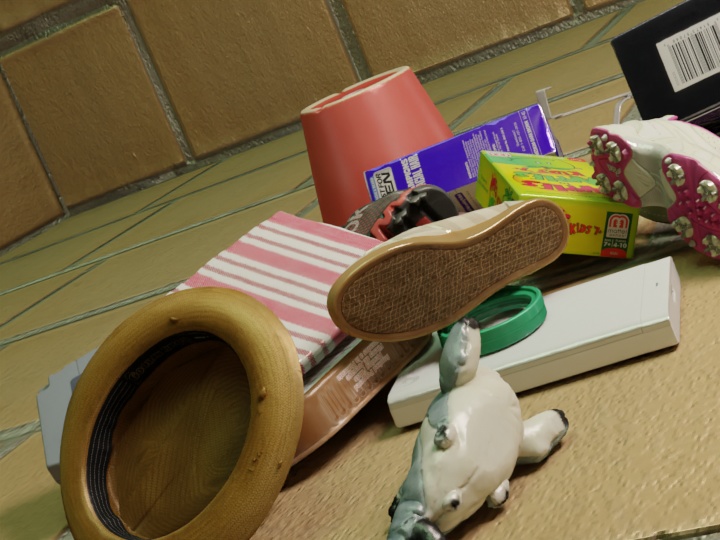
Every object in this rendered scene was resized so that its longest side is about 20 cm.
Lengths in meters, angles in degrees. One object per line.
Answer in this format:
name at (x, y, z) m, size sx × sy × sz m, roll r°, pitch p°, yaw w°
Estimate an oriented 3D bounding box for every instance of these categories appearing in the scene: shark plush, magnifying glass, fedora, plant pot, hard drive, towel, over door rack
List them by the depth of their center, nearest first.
shark plush at (0.050, 0.123, 0.742) m, size 0.083 × 0.091 × 0.201 m, roll -38°, pitch 21°, yaw 39°
fedora at (-0.104, 0.113, 0.856) m, size 0.199 × 0.202 × 0.082 m, roll -18°, pitch -27°, yaw 25°
hard drive at (0.125, 0.049, 0.928) m, size 0.199 × 0.026 × 0.132 m, roll -19°, pitch 12°, yaw 19°
magnifying glass at (0.091, 0.025, 0.990) m, size 0.079 × 0.023 × 0.200 m, roll -23°, pitch 13°, yaw 2°
towel at (-0.060, 0.024, 1.003) m, size 0.146 × 0.030 × 0.200 m, roll 17°, pitch 39°, yaw 31°
over door rack at (0.312, -0.183, 1.464) m, size 0.199 × 0.067 × 0.147 m, roll -5°, pitch -4°, yaw -43°
plant pot at (0.025, -0.132, 1.556) m, size 0.199 × 0.178 × 0.201 m, roll -22°, pitch 12°, yaw 5°

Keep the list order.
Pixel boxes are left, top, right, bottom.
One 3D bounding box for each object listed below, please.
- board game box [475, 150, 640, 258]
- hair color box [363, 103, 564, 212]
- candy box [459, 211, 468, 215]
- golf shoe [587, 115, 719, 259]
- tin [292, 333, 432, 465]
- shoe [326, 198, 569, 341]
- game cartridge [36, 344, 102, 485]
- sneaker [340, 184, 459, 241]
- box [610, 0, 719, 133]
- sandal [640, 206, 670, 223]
board game box at (0.167, -0.061, 1.153) m, size 0.101 × 0.048 × 0.200 m, roll 5°, pitch 15°, yaw -5°
hair color box at (0.115, -0.096, 1.396) m, size 0.199 × 0.065 × 0.109 m, roll -22°, pitch -22°, yaw 12°
candy box at (0.098, -0.042, 1.271) m, size 0.101 × 0.027 × 0.200 m, roll -5°, pitch 7°, yaw -27°
golf shoe at (0.259, -0.073, 0.999) m, size 0.091 × 0.076 × 0.200 m, roll -22°, pitch 35°, yaw -20°
tin at (-0.026, 0.084, 0.964) m, size 0.112 × 0.042 × 0.200 m, roll -20°, pitch 15°, yaw 47°
shoe at (0.060, 0.000, 0.952) m, size 0.199 × 0.070 × 0.053 m, roll -20°, pitch 10°, yaw -24°
game cartridge at (-0.157, 0.087, 1.032) m, size 0.199 × 0.042 × 0.133 m, roll -29°, pitch 39°, yaw 0°
sneaker at (0.000, 0.000, 1.187) m, size 0.200 × 0.071 × 0.098 m, roll -46°, pitch 19°, yaw -4°
box at (0.351, -0.202, 1.266) m, size 0.147 × 0.105 × 0.199 m, roll -25°, pitch -8°, yaw 31°
sandal at (0.300, -0.071, 1.084) m, size 0.069 × 0.078 × 0.211 m, roll 8°, pitch 2°, yaw -32°
